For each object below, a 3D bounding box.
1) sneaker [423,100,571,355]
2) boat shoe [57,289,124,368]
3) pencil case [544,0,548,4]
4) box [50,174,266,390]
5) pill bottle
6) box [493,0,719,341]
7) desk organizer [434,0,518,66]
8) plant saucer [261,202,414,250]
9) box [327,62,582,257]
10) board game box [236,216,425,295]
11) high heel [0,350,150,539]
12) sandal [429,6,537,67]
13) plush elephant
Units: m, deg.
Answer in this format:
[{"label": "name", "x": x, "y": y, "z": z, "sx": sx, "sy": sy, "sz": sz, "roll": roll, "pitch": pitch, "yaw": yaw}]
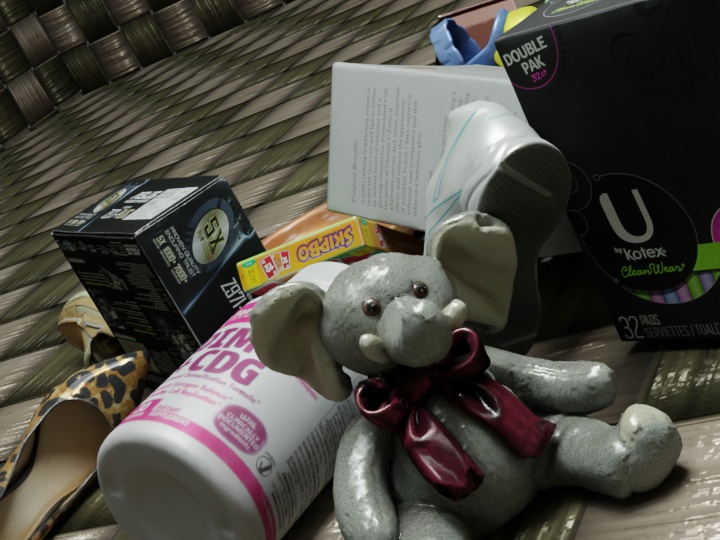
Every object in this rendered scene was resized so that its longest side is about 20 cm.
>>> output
[{"label": "sneaker", "x": 0.069, "y": -0.009, "z": 0.768, "sx": 0.070, "sy": 0.201, "sz": 0.080, "roll": -5, "pitch": 39, "yaw": -23}, {"label": "boat shoe", "x": -0.235, "y": 0.062, "z": 1.208, "sx": 0.200, "sy": 0.072, "sz": 0.076, "roll": -8, "pitch": 43, "yaw": 51}, {"label": "pencil case", "x": 0.155, "y": -0.141, "z": 0.986, "sx": 0.078, "sy": 0.200, "sz": 0.087, "roll": 11, "pitch": 22, "yaw": -11}, {"label": "box", "x": -0.141, "y": 0.016, "z": 1.027, "sx": 0.086, "sy": 0.164, "sz": 0.200, "roll": -36, "pitch": 19, "yaw": -24}, {"label": "pill bottle", "x": -0.057, "y": 0.085, "z": 0.792, "sx": 0.113, "sy": 0.113, "sz": 0.200, "roll": -13, "pitch": 23, "yaw": 40}, {"label": "box", "x": 0.195, "y": -0.077, "z": 0.717, "sx": 0.148, "sy": 0.200, "sz": 0.124, "roll": -6, "pitch": 25, "yaw": 48}, {"label": "desk organizer", "x": 0.114, "y": -0.174, "z": 1.198, "sx": 0.072, "sy": 0.077, "sz": 0.200, "roll": -18, "pitch": -11, "yaw": -2}, {"label": "plant saucer", "x": -0.031, "y": -0.014, "z": 1.156, "sx": 0.200, "sy": 0.037, "sz": 0.200, "roll": -26, "pitch": 19, "yaw": 9}, {"label": "box", "x": 0.098, "y": -0.082, "z": 0.882, "sx": 0.152, "sy": 0.107, "sz": 0.200, "roll": -7, "pitch": 15, "yaw": -41}, {"label": "board game box", "x": 0.000, "y": 0.000, "z": 0.951, "sx": 0.095, "sy": 0.030, "sz": 0.200, "roll": -21, "pitch": -12, "yaw": 21}, {"label": "high heel", "x": -0.215, "y": 0.142, "z": 0.925, "sx": 0.200, "sy": 0.071, "sz": 0.143, "roll": -47, "pitch": 14, "yaw": -5}, {"label": "sandal", "x": 0.085, "y": -0.127, "z": 1.068, "sx": 0.087, "sy": 0.200, "sz": 0.079, "roll": 18, "pitch": 16, "yaw": 12}, {"label": "plush elephant", "x": 0.037, "y": 0.056, "z": 0.663, "sx": 0.165, "sy": 0.155, "sz": 0.200, "roll": -31, "pitch": 18, "yaw": -10}]
